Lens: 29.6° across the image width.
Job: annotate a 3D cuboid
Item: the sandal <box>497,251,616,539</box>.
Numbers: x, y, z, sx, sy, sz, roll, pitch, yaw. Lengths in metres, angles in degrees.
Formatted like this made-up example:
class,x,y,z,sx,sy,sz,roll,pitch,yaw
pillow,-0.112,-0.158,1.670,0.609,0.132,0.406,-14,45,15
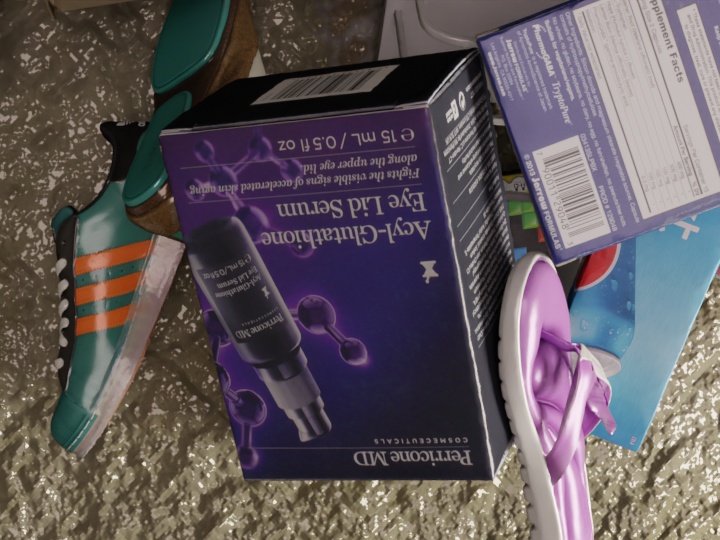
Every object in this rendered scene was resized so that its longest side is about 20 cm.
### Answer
class,x,y,z,sx,sy,sz,roll,pitch,yaw
sandal,0.113,0.079,0.722,0.049,0.083,0.205,1,122,23

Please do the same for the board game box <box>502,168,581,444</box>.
class,x,y,z,sx,sy,sz,roll,pitch,yaw
board game box,0.039,0.028,0.842,0.197,0.057,0.168,-8,95,-5

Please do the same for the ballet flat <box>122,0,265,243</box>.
class,x,y,z,sx,sy,sz,roll,pitch,yaw
ballet flat,-0.085,-0.092,0.788,0.067,0.202,0.072,-25,132,31

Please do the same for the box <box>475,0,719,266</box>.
class,x,y,z,sx,sy,sz,roll,pitch,yaw
box,0.169,-0.093,0.673,0.198,0.032,0.123,-19,97,9

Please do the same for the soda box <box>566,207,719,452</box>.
class,x,y,z,sx,sy,sz,roll,pitch,yaw
soda box,0.160,-0.007,0.757,0.067,0.064,0.202,20,111,6

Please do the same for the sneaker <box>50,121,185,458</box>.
class,x,y,z,sx,sy,sz,roll,pitch,yaw
sneaker,-0.155,0.007,0.817,0.079,0.071,0.202,21,85,-6

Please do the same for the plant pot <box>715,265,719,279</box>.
class,x,y,z,sx,sy,sz,roll,pitch,yaw
plant pot,0.287,-0.063,0.799,0.198,0.201,0.179,23,103,-7

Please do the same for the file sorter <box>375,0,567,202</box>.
class,x,y,z,sx,sy,sz,roll,pitch,yaw
file sorter,0.090,-0.154,0.753,0.137,0.125,0.202,4,128,-6

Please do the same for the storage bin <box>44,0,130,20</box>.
class,x,y,z,sx,sy,sz,roll,pitch,yaw
storage bin,-0.090,-0.250,0.760,0.197,0.094,0.201,-9,80,-5

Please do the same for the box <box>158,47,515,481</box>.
class,x,y,z,sx,sy,sz,roll,pitch,yaw
box,0.000,0.000,0.712,0.146,0.104,0.202,-5,110,22
